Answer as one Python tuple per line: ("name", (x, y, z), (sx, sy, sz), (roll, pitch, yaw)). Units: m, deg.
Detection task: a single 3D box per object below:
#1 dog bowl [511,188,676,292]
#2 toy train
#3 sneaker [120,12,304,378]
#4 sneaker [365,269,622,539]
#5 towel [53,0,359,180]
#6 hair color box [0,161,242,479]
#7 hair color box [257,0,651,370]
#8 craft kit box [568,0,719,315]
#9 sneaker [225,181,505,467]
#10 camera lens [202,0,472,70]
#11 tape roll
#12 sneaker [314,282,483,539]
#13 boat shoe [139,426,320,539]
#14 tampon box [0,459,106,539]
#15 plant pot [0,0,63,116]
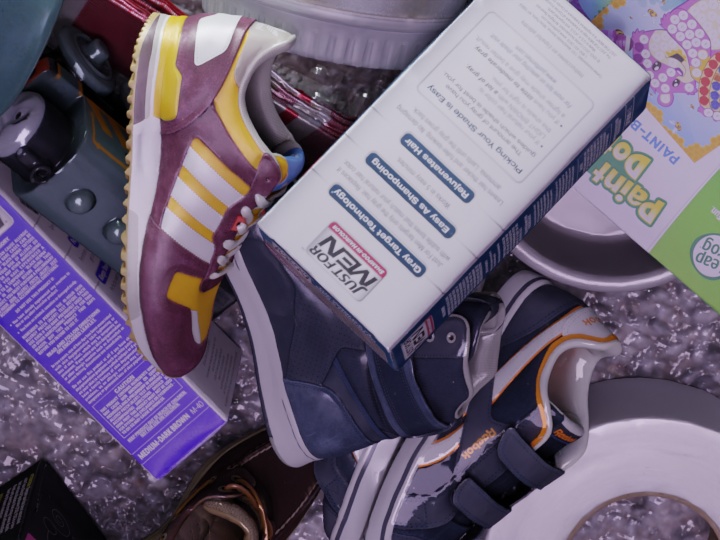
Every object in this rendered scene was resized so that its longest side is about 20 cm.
("dog bowl", (0.148, -0.079, 1.437), (0.198, 0.059, 0.202), (0, 109, -1))
("toy train", (-0.137, -0.052, 1.395), (0.085, 0.114, 0.200), (-35, 129, 17))
("sneaker", (-0.075, -0.035, 1.306), (0.089, 0.075, 0.201), (5, 111, 9))
("sneaker", (0.078, 0.103, 1.431), (0.079, 0.078, 0.201), (30, 91, 28))
("towel", (-0.088, -0.110, 1.390), (0.199, 0.144, 0.023), (31, 78, -9))
("hair color box", (-0.161, 0.017, 1.443), (0.065, 0.109, 0.200), (-39, 104, 14))
("hair color box", (0.050, -0.056, 1.300), (0.100, 0.061, 0.200), (43, 83, 12))
("craft kit box", (0.199, -0.107, 1.375), (0.200, 0.049, 0.198), (39, 107, -12))
("sneaker", (0.001, 0.000, 1.363), (0.145, 0.077, 0.204), (-11, 102, 27))
("camera lens", (0.001, -0.226, 1.333), (0.159, 0.160, 0.201), (11, 108, -3))
("tape roll", (0.170, 0.171, 1.514), (0.201, 0.071, 0.204), (0, 109, 0))
("sneaker", (0.006, 0.069, 1.469), (0.079, 0.078, 0.201), (25, 107, 14))
("boat shoe", (-0.080, 0.157, 1.457), (0.200, 0.072, 0.072), (-36, 103, -33))
("tampon box", (-0.236, 0.245, 1.511), (0.199, 0.126, 0.150), (-33, 106, 10))
("plant pot", (-0.249, -0.171, 1.267), (0.187, 0.200, 0.201), (20, 108, -21))
